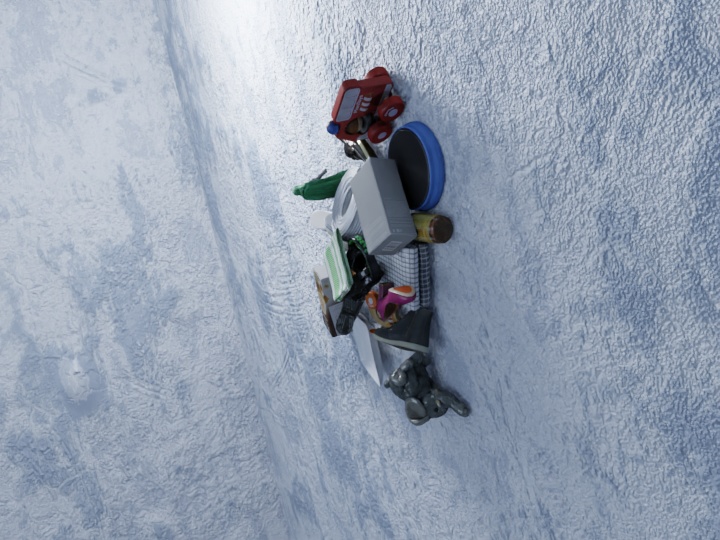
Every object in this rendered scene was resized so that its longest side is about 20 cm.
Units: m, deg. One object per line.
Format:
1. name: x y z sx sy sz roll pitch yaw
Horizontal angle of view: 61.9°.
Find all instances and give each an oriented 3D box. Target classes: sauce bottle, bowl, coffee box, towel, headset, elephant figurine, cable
1. sauce bottle: 0.139 -0.101 1.415 0.199 0.064 0.068 13 116 63
2. bowl: 0.124 -0.239 1.399 0.200 0.038 0.207 42 139 50
3. coffee box: -0.086 0.092 1.914 0.114 0.077 0.207 -134 31 -65
4. towel: 0.102 -0.011 1.520 0.199 0.083 0.171 29 130 54
5. headset: 0.000 0.000 1.526 0.124 0.092 0.203 52 163 35
6. elephant figurine: 0.164 0.324 1.533 0.202 0.140 0.155 51 178 12
7. cable: -0.014 -0.175 1.582 0.199 0.067 0.207 160 123 -65
8. towel: -0.062 -0.007 1.597 0.200 0.023 0.158 128 129 -71

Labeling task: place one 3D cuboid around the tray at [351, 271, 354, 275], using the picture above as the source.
1. tray: 0.000 -0.003 1.780 0.199 0.036 0.102 -19 86 65

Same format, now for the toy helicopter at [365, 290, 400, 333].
1. toy helicopter: 0.090 0.143 1.638 0.199 0.077 0.136 39 132 33

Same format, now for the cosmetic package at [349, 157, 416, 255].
1. cosmetic package: 0.050 -0.150 1.410 0.106 0.088 0.207 -38 57 51

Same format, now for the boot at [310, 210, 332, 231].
1. boot: -0.050 -0.136 1.788 0.195 0.089 0.075 20 96 31

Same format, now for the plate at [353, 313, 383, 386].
1. plate: 0.021 0.220 1.815 0.200 0.031 0.206 -140 35 -68

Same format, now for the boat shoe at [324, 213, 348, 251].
1. boat shoe: -0.024 -0.085 1.685 0.197 0.071 0.071 30 142 27

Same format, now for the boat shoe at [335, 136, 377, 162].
1. boat shoe: -0.012 -0.321 1.578 0.065 0.073 0.202 -42 46 14

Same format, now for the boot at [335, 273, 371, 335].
1. boot: -0.020 0.081 1.728 0.131 0.066 0.205 -75 8 -82

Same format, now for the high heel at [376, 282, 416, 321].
1. high heel: 0.089 0.085 1.433 0.200 0.065 0.100 -161 66 -76

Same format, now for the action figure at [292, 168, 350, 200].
1. action figure: -0.100 -0.238 1.673 0.055 0.195 0.120 58 149 29

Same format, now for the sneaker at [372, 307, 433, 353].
1. sneaker: 0.114 0.146 1.549 0.197 0.074 0.110 5 75 52

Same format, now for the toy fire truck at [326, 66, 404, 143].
1. toy fire truck: -0.001 -0.382 1.430 0.115 0.163 0.201 64 152 19
